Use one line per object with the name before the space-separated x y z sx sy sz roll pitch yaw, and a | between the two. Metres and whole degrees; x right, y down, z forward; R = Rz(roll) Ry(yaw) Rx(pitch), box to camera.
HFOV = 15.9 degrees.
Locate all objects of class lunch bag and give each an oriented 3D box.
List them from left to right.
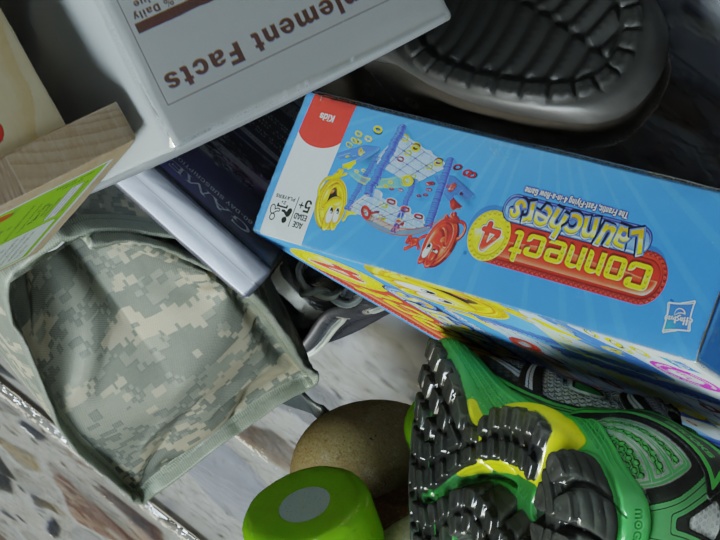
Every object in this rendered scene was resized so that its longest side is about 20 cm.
lunch bag | -0.119 -0.028 1.029 0.164 0.117 0.200 55 180 31

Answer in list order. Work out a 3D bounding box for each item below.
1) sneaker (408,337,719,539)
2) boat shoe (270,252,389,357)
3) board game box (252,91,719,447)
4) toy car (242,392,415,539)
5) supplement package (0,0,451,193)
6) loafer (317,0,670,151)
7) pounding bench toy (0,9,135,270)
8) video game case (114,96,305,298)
sneaker | 0.070 0.073 0.902 0.085 0.079 0.200 3 -171 -18
boat shoe | 0.000 0.000 1.105 0.073 0.063 0.200 42 156 -8
board game box | 0.096 0.015 0.917 0.195 0.056 0.200 16 170 41
toy car | -0.002 0.116 1.136 0.200 0.157 0.165 35 150 54
supplement package | -0.081 -0.139 0.841 0.117 0.117 0.201 -16 101 61
loafer | 0.040 -0.080 0.915 0.199 0.073 0.071 22 159 47
pounding bench toy | -0.188 -0.055 0.840 0.157 0.124 0.200 60 154 4
video game case | -0.074 -0.070 0.988 0.143 0.019 0.200 41 -161 -5
